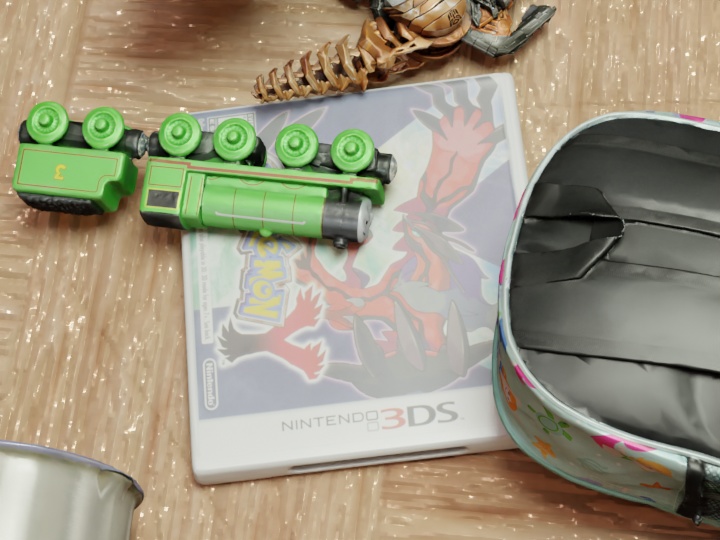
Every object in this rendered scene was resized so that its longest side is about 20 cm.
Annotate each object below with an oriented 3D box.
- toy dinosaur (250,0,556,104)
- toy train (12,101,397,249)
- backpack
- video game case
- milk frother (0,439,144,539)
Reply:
[{"bbox_3d":[0.027,-0.158,0.860,0.200,0.102,0.136,-35,82,-36],"label":"toy dinosaur"},{"bbox_3d":[-0.081,-0.047,0.824,0.198,0.042,0.057,7,77,10],"label":"toy train"},{"bbox_3d":[0.157,0.026,0.727,0.198,0.151,0.179,14,65,4],"label":"backpack"},{"bbox_3d":[0.000,0.000,0.826,0.180,0.023,0.202,-7,65,3],"label":"video game case"},{"bbox_3d":[-0.200,0.163,0.678,0.179,0.200,0.190,-1,65,10],"label":"milk frother"}]
